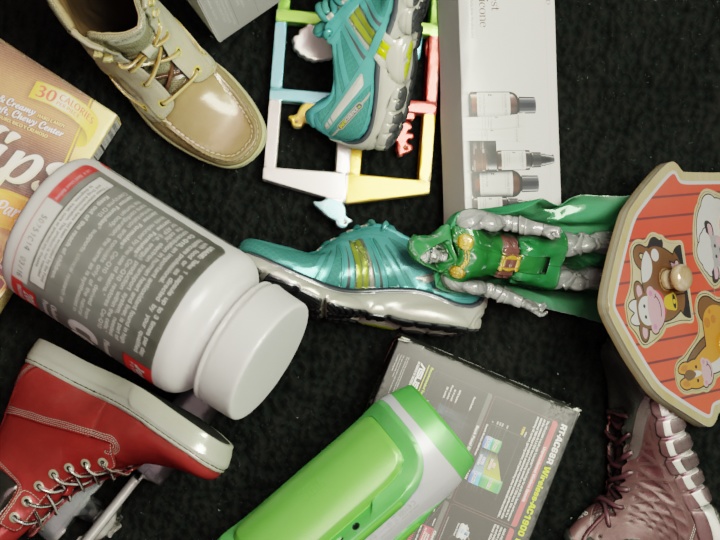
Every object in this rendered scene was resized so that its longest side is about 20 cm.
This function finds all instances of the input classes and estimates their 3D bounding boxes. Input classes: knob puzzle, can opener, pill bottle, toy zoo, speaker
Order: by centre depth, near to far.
[{"bbox_3d":[-0.017,0.172,1.142,0.200,0.088,0.089,-40,92,-3],"label":"speaker"},{"bbox_3d":[-0.145,0.015,1.156,0.199,0.114,0.114,32,86,14],"label":"pill bottle"},{"bbox_3d":[0.248,0.017,1.198,0.219,0.030,0.221,8,78,-42],"label":"knob puzzle"},{"bbox_3d":[-0.165,0.128,1.210,0.067,0.053,0.200,37,85,-3],"label":"can opener"},{"bbox_3d":[-0.006,-0.132,1.246,0.130,0.020,0.202,4,88,-4],"label":"toy zoo"}]

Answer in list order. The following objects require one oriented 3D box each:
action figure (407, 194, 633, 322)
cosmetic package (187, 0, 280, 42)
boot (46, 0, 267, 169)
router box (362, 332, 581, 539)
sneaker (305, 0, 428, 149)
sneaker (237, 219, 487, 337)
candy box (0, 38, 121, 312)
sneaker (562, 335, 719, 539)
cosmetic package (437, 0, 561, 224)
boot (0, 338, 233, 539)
[{"bbox_3d":[0.127,-0.009,1.198,0.199,0.055,0.119,3,113,-19],"label":"action figure"},{"bbox_3d":[-0.060,-0.276,1.204,0.200,0.090,0.107,-38,71,-3],"label":"cosmetic package"},{"bbox_3d":[-0.151,-0.155,1.167,0.200,0.155,0.072,45,88,0],"label":"boot"},{"bbox_3d":[0.059,0.167,1.221,0.149,0.062,0.201,23,87,-2],"label":"router box"},{"bbox_3d":[0.006,-0.186,1.176,0.079,0.078,0.201,14,108,6],"label":"sneaker"},{"bbox_3d":[0.000,0.000,1.224,0.199,0.077,0.080,9,78,-13],"label":"sneaker"},{"bbox_3d":[-0.280,-0.061,1.205,0.115,0.055,0.201,32,87,-4],"label":"candy box"},{"bbox_3d":[0.196,0.157,1.228,0.115,0.076,0.201,-23,91,-2],"label":"sneaker"},{"bbox_3d":[0.106,-0.136,1.231,0.082,0.051,0.202,-2,90,-19],"label":"cosmetic package"},{"bbox_3d":[-0.191,0.147,1.156,0.199,0.072,0.145,18,76,35],"label":"boot"}]
